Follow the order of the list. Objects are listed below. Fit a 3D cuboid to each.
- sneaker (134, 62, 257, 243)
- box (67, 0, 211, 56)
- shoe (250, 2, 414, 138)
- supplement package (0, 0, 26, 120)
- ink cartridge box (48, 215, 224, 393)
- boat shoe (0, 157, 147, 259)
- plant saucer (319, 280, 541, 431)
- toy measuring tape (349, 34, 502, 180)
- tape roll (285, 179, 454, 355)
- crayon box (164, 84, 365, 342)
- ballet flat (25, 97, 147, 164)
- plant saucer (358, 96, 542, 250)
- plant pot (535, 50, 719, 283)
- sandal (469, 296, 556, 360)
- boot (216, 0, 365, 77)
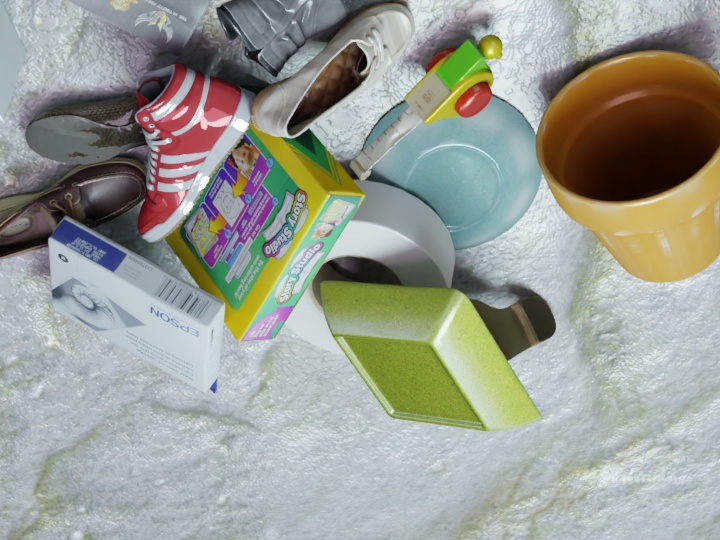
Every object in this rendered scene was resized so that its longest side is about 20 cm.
[{"bbox_3d":[-0.200,-0.122,1.506,0.112,0.071,0.200,25,119,-26],"label":"sneaker"},{"bbox_3d":[-0.226,-0.320,1.441,0.199,0.048,0.159,26,118,-18],"label":"box"},{"bbox_3d":[-0.017,-0.193,1.480,0.200,0.053,0.070,-39,122,-16],"label":"shoe"},{"bbox_3d":[-0.452,-0.212,1.443,0.199,0.151,0.152,-16,122,8],"label":"supplement package"},{"bbox_3d":[-0.239,0.052,1.601,0.199,0.041,0.200,28,149,10],"label":"ink cartridge box"},{"bbox_3d":[-0.315,-0.058,1.598,0.199,0.072,0.072,-16,123,9],"label":"boat shoe"},{"bbox_3d":[0.062,0.099,1.571,0.199,0.048,0.200,3,138,43],"label":"plant saucer"},{"bbox_3d":[0.075,-0.165,1.539,0.073,0.074,0.200,37,110,-24],"label":"toy measuring tape"},{"bbox_3d":[0.000,0.000,1.625,0.201,0.071,0.203,6,133,7],"label":"tape roll"},{"bbox_3d":[-0.106,-0.058,1.548,0.058,0.173,0.200,-3,135,-47],"label":"crayon box"},{"bbox_3d":[-0.249,-0.155,1.559,0.199,0.047,0.068,-9,132,10],"label":"ballet flat"},{"bbox_3d":[0.097,-0.096,1.608,0.200,0.039,0.202,-1,123,-1],"label":"plant saucer"},{"bbox_3d":[0.299,-0.090,1.543,0.199,0.201,0.184,-20,138,11],"label":"plant pot"},{"bbox_3d":[0.133,0.076,1.654,0.070,0.078,0.211,-32,165,36],"label":"sandal"},{"bbox_3d":[-0.085,-0.280,1.417,0.131,0.070,0.200,-39,131,-6],"label":"boot"}]
